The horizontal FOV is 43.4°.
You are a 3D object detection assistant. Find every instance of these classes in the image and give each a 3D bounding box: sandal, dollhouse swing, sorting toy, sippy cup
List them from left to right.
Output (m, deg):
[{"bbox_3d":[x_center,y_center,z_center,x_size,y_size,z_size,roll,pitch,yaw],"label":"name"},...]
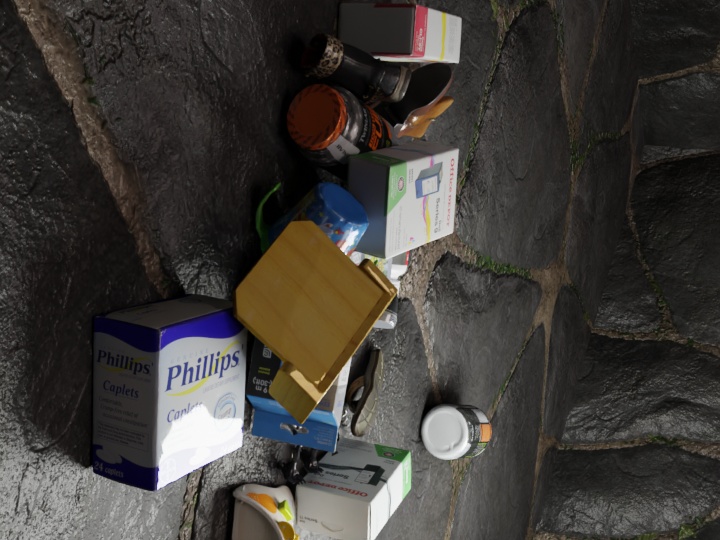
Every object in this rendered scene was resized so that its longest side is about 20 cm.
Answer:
[{"bbox_3d":[-0.141,0.434,1.455,0.180,0.105,0.204,-30,126,-79],"label":"sorting toy"},{"bbox_3d":[-0.079,0.065,1.242,0.201,0.175,0.182,-53,178,-25],"label":"dollhouse swing"},{"bbox_3d":[-0.060,-0.054,1.339,0.176,0.141,0.131,19,122,-37],"label":"sippy cup"},{"bbox_3d":[0.003,0.228,1.700,0.082,0.054,0.202,79,19,-44],"label":"sandal"}]

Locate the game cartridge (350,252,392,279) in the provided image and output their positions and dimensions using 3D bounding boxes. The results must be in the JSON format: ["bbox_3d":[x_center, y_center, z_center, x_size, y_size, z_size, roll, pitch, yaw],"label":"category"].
[{"bbox_3d":[0.000,0.000,1.484,0.132,0.040,0.204,-18,117,-52],"label":"game cartridge"}]

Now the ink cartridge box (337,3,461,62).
[{"bbox_3d":[0.071,-0.400,1.536,0.199,0.143,0.085,-16,111,-60],"label":"ink cartridge box"}]

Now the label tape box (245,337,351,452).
[{"bbox_3d":[-0.095,0.167,1.377,0.063,0.142,0.204,17,82,-78],"label":"label tape box"}]

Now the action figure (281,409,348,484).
[{"bbox_3d":[-0.078,0.242,1.488,0.118,0.101,0.204,-6,105,-50],"label":"action figure"}]

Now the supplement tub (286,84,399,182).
[{"bbox_3d":[-0.027,-0.213,1.428,0.199,0.121,0.125,21,80,-62],"label":"supplement tub"}]

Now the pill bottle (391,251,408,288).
[{"bbox_3d":[0.033,-0.055,1.598,0.113,0.112,0.204,1,97,-62],"label":"pill bottle"}]

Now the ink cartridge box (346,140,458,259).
[{"bbox_3d":[0.067,-0.116,1.427,0.199,0.087,0.148,-21,120,-51],"label":"ink cartridge box"}]

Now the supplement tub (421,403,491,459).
[{"bbox_3d":[0.228,0.372,2.090,0.199,0.121,0.125,20,80,-62],"label":"supplement tub"}]

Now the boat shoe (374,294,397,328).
[{"bbox_3d":[-0.035,0.047,1.408,0.069,0.197,0.058,63,38,-70],"label":"boat shoe"}]

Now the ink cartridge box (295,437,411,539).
[{"bbox_3d":[-0.010,0.383,1.590,0.200,0.144,0.085,-35,129,-63],"label":"ink cartridge box"}]

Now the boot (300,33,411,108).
[{"bbox_3d":[-0.023,-0.312,1.425,0.149,0.200,0.074,18,92,-25],"label":"boot"}]

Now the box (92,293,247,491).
[{"bbox_3d":[-0.238,0.146,1.148,0.183,0.103,0.204,-15,111,-61],"label":"box"}]

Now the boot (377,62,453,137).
[{"bbox_3d":[0.131,-0.307,1.671,0.189,0.069,0.199,-48,164,27],"label":"boot"}]
